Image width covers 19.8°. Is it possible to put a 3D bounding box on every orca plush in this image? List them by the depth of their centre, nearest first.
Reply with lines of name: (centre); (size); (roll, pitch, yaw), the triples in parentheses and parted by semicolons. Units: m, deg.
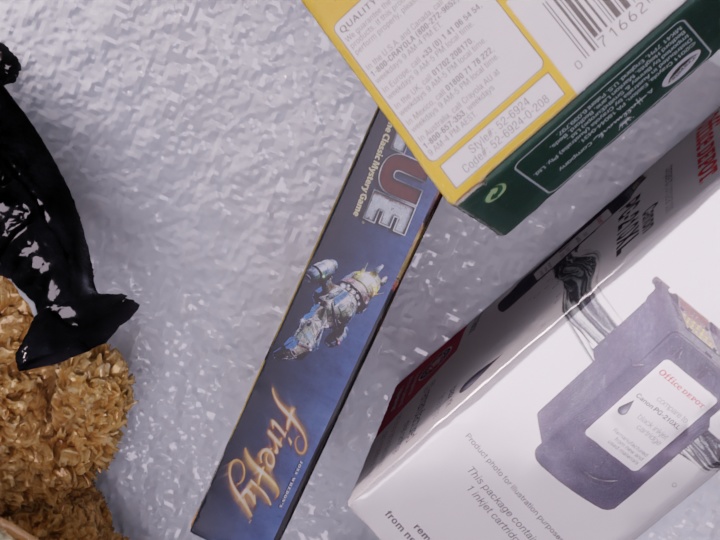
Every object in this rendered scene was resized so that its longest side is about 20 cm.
orca plush: (-0.174, -0.047, 0.818); (0.105, 0.071, 0.201); (-28, 68, -8)

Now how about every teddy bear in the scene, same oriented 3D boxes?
teddy bear: (-0.159, 0.063, 0.881); (0.143, 0.067, 0.202); (5, 105, 10)

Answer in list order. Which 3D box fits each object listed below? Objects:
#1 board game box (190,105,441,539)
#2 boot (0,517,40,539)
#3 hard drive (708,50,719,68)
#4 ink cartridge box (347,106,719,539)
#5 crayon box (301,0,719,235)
board game box: (0.000, 0.000, 0.805); (0.034, 0.136, 0.201); (25, 107, 1)
boot: (-0.209, 0.141, 0.862); (0.174, 0.067, 0.200); (31, 143, -11)
hard drive: (0.176, -0.115, 0.705); (0.199, 0.027, 0.133); (32, 108, 2)
ink cartridge box: (0.101, 0.033, 0.792); (0.200, 0.145, 0.084); (-42, 95, 16)
crayon box: (0.032, -0.130, 0.689); (0.126, 0.052, 0.201); (-40, 67, 12)
